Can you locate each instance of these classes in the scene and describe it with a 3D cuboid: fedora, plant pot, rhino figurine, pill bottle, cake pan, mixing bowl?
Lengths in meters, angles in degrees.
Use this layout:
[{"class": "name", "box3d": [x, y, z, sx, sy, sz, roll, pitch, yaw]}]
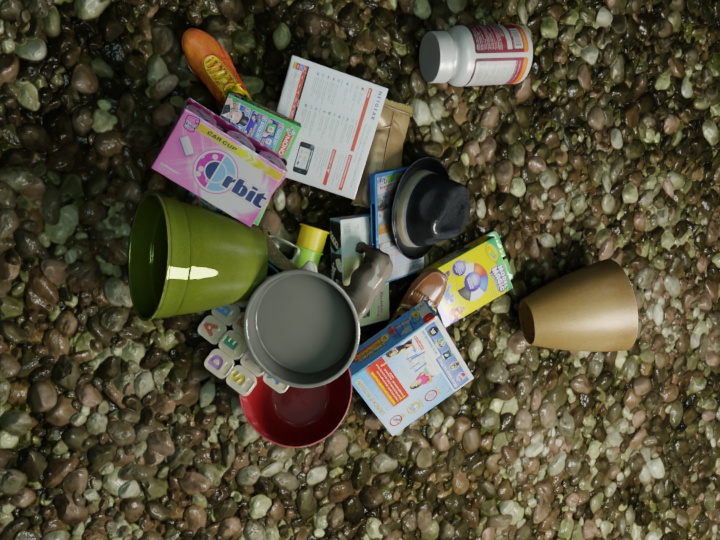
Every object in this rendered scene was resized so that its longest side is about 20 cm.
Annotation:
[{"class": "fedora", "box3d": [0.141, -0.112, 1.441, 0.199, 0.090, 0.205, -15, 109, -50]}, {"class": "plant pot", "box3d": [0.430, 0.086, 1.586, 0.195, 0.186, 0.191, -9, 99, -8]}, {"class": "plant pot", "box3d": [-0.262, -0.019, 1.289, 0.190, 0.199, 0.205, 2, 95, -34]}, {"class": "rhino figurine", "box3d": [-0.009, 0.047, 1.361, 0.060, 0.087, 0.203, 39, 72, -36]}, {"class": "pill bottle", "box3d": [0.217, -0.406, 1.472, 0.196, 0.109, 0.112, -7, 98, -21]}, {"class": "cake pan", "box3d": [-0.096, 0.094, 1.297, 0.195, 0.037, 0.205, 2, 104, 7]}, {"class": "mixing bowl", "box3d": [-0.110, 0.216, 1.387, 0.195, 0.109, 0.205, 0, 72, 1]}]

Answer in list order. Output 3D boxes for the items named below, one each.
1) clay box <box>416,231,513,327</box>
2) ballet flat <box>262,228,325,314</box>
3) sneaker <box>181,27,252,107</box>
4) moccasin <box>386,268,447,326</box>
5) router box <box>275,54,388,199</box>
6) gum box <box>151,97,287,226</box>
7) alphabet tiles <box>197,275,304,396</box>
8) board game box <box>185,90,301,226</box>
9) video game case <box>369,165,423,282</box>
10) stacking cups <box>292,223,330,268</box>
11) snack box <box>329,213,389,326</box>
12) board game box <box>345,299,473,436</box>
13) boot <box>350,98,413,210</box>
[{"class": "clay box", "box3d": [0.219, 0.014, 1.550, 0.197, 0.047, 0.117, -28, 105, -16]}, {"class": "ballet flat", "box3d": [-0.116, -0.004, 1.358, 0.199, 0.071, 0.071, 39, 79, 20]}, {"class": "sneaker", "box3d": [-0.229, -0.322, 1.319, 0.073, 0.077, 0.201, -39, 106, -12]}, {"class": "moccasin", "box3d": [0.095, 0.086, 1.468, 0.073, 0.078, 0.202, 39, 96, -10]}, {"class": "router box", "box3d": [-0.065, -0.248, 1.365, 0.176, 0.049, 0.204, 17, 101, -8]}, {"class": "gum box", "box3d": [-0.224, -0.172, 1.271, 0.198, 0.066, 0.114, 31, 110, -20]}, {"class": "alphabet tiles", "box3d": [-0.178, 0.111, 1.359, 0.194, 0.015, 0.201, 34, 76, 11]}, {"class": "board game box", "box3d": [-0.199, -0.183, 1.323, 0.132, 0.029, 0.202, 21, 111, -17]}, {"class": "video game case", "box3d": [0.070, -0.086, 1.452, 0.142, 0.018, 0.205, -17, 111, -46]}, {"class": "stacking cups", "box3d": [-0.110, 0.020, 1.410, 0.059, 0.060, 0.204, 17, 89, -22]}, {"class": "snack box", "box3d": [0.000, 0.000, 1.443, 0.115, 0.037, 0.205, -10, 103, -39]}, {"class": "board game box", "box3d": [0.089, 0.184, 1.450, 0.194, 0.056, 0.201, -34, 130, 0]}, {"class": "boot", "box3d": [0.012, -0.217, 1.434, 0.172, 0.066, 0.205, 10, 93, -22]}]
